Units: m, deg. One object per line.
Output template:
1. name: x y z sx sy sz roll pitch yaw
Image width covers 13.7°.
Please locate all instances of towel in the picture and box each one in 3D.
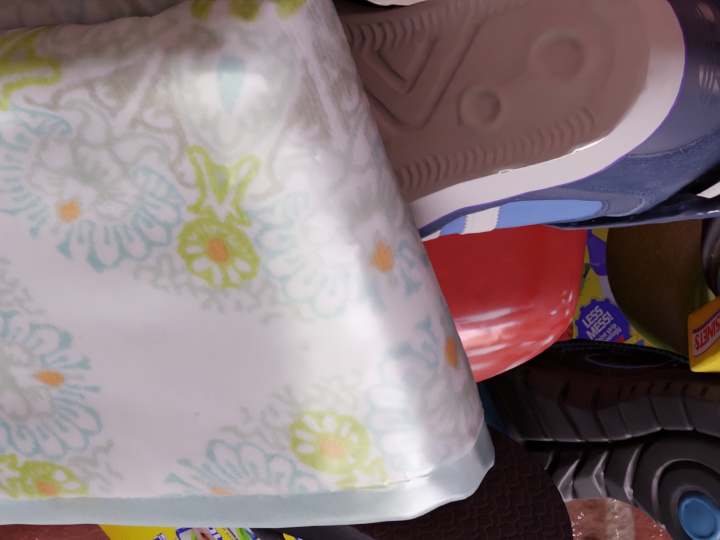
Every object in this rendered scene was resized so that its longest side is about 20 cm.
1. towel: -0.079 0.000 0.795 0.199 0.172 0.048 -5 -137 22

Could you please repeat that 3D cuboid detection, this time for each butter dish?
1. butter dish: 0.000 0.000 1.046 0.198 0.149 0.200 -5 178 -6

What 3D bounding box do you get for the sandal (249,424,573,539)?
1. sandal: -0.016 0.078 1.087 0.199 0.043 0.076 16 -139 15

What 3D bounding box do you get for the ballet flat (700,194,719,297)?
1. ballet flat: 0.141 -0.038 0.987 0.073 0.074 0.200 -4 161 9

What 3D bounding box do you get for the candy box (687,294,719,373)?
1. candy box: 0.220 0.023 1.008 0.199 0.027 0.102 7 160 -15

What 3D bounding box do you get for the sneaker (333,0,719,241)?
1. sneaker: 0.026 -0.039 0.870 0.199 0.081 0.146 -11 172 26

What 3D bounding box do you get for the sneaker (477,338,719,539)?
1. sneaker: 0.121 0.058 1.081 0.199 0.074 0.082 17 -153 41

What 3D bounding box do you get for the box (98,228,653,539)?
1. box: 0.010 0.053 1.249 0.200 0.122 0.192 -42 -174 -27

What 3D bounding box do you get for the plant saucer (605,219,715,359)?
1. plant saucer: 0.190 -0.012 1.103 0.199 0.031 0.201 -8 141 -6
